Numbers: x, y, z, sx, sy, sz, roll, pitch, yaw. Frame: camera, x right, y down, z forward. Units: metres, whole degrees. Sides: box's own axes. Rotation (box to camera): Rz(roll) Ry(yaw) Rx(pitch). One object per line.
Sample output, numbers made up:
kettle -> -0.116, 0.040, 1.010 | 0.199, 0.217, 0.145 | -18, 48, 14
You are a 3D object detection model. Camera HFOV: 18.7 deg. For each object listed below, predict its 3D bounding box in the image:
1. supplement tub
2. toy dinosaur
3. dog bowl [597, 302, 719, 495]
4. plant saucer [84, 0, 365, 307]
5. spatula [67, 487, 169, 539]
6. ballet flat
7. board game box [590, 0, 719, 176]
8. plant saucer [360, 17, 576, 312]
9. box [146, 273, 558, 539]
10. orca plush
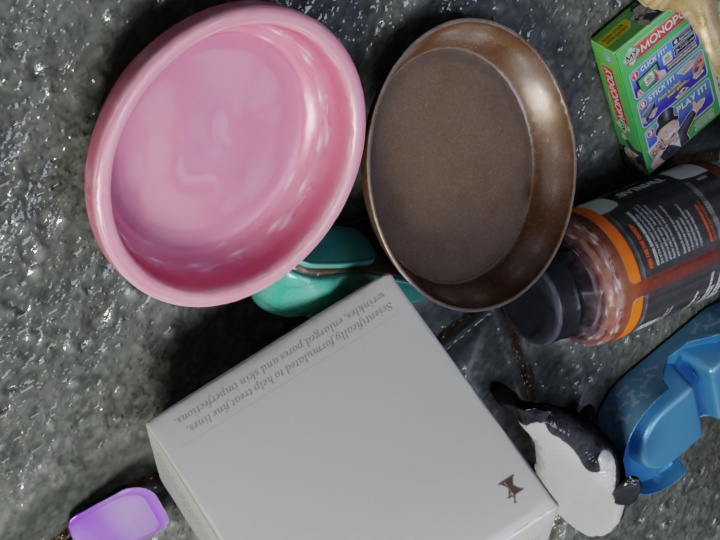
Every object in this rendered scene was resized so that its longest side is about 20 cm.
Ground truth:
supplement tub -> 0.201, -0.009, 1.665 | 0.200, 0.107, 0.107 | -21, 130, -33
toy dinosaur -> 0.244, -0.219, 1.588 | 0.101, 0.058, 0.200 | -36, 115, -6
dog bowl -> 0.279, 0.103, 1.859 | 0.200, 0.050, 0.112 | -38, 137, -19
plant saucer -> -0.090, -0.077, 1.374 | 0.200, 0.051, 0.201 | -20, 125, -31
spatula -> -0.218, 0.214, 1.484 | 0.200, 0.021, 0.057 | -39, 139, -17
ballet flat -> 0.000, 0.000, 1.523 | 0.200, 0.067, 0.070 | -2, 142, -43
board game box -> 0.267, -0.182, 1.667 | 0.200, 0.029, 0.135 | -40, 137, -16
plant saucer -> 0.069, -0.072, 1.505 | 0.200, 0.034, 0.201 | -1, 92, -41
box -> -0.006, 0.147, 1.461 | 0.199, 0.200, 0.131 | -31, 161, -12
orca plush -> 0.166, 0.138, 1.780 | 0.200, 0.105, 0.071 | 42, 47, -37
